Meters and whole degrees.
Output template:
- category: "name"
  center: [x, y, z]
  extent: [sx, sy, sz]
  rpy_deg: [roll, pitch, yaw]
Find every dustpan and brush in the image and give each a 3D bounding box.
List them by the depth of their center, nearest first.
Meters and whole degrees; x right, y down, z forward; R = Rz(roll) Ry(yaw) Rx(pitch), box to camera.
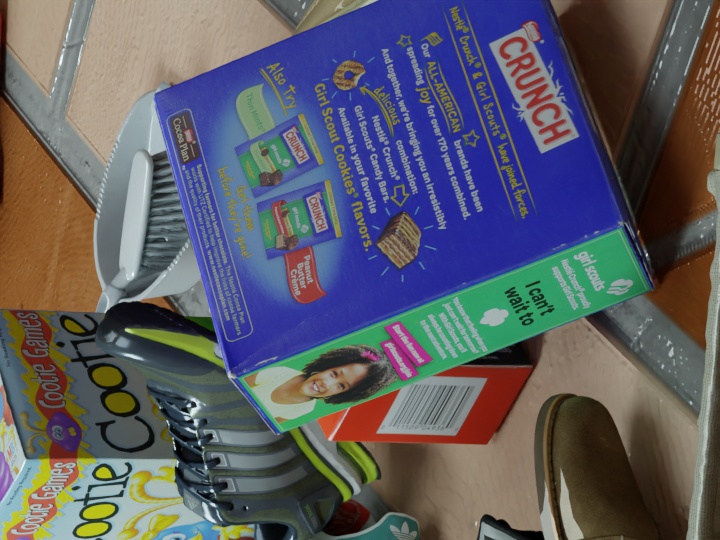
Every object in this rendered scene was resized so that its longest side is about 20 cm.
- category: "dustpan and brush"
  center: [-0.137, -0.006, 1.714]
  extent: [0.140, 0.057, 0.200]
  rpy_deg: [33, 116, 54]

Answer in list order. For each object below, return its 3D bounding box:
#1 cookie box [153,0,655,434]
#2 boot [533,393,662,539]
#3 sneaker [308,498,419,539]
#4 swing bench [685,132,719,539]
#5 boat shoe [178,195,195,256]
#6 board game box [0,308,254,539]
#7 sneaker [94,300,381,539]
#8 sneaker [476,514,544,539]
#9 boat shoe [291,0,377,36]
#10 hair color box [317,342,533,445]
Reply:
- category: "cookie box"
  center: [0.020, -0.039, 1.342]
  extent: [0.200, 0.075, 0.171]
  rpy_deg: [-21, 60, 8]
- category: "boot"
  center: [0.136, 0.142, 1.270]
  extent: [0.075, 0.074, 0.200]
  rpy_deg: [-29, 66, 33]
- category: "sneaker"
  center: [-0.025, 0.173, 1.529]
  extent: [0.200, 0.070, 0.093]
  rpy_deg: [-12, 60, 60]
- category: "swing bench"
  center: [0.203, 0.049, 1.091]
  extent: [0.200, 0.130, 0.199]
  rpy_deg: [9, 96, 59]
- category: "boat shoe"
  center: [-0.051, -0.003, 1.543]
  extent: [0.076, 0.072, 0.200]
  rpy_deg: [-34, 56, 0]
- category: "board game box"
  center: [-0.126, 0.094, 1.556]
  extent: [0.105, 0.200, 0.103]
  rpy_deg: [-56, 43, 41]
- category: "sneaker"
  center: [-0.069, 0.085, 1.421]
  extent: [0.074, 0.200, 0.081]
  rpy_deg: [23, 76, 50]
- category: "sneaker"
  center: [0.061, 0.190, 1.367]
  extent: [0.200, 0.076, 0.115]
  rpy_deg: [-36, 37, 53]
- category: "boat shoe"
  center: [0.023, -0.154, 1.465]
  extent: [0.200, 0.071, 0.065]
  rpy_deg: [-35, 52, 43]
- category: "hair color box"
  center: [0.000, 0.000, 1.452]
  extent: [0.061, 0.101, 0.200]
  rpy_deg: [-62, 40, 33]
